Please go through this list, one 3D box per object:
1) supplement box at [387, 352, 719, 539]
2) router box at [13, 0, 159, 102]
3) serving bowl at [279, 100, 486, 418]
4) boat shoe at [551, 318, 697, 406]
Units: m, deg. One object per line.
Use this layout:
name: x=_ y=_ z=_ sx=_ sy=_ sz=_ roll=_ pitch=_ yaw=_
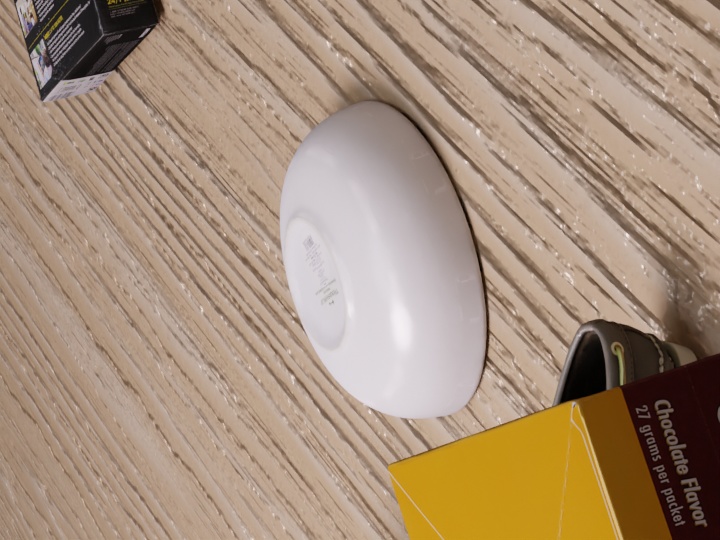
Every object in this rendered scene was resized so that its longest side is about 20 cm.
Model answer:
supplement box: x=0.152 y=0.104 z=0.942 sx=0.197 sy=0.199 sz=0.134 roll=-30 pitch=77 yaw=66
router box: x=-0.223 y=-0.229 z=1.745 sx=0.200 sy=0.051 sz=0.150 roll=-26 pitch=80 yaw=66
serving bowl: x=0.000 y=0.000 z=1.383 sx=0.200 sy=0.065 sz=0.201 roll=45 pitch=143 yaw=49
boat shoe: x=0.107 y=0.124 z=1.103 sx=0.072 sy=0.060 sz=0.203 roll=-2 pitch=68 yaw=62
